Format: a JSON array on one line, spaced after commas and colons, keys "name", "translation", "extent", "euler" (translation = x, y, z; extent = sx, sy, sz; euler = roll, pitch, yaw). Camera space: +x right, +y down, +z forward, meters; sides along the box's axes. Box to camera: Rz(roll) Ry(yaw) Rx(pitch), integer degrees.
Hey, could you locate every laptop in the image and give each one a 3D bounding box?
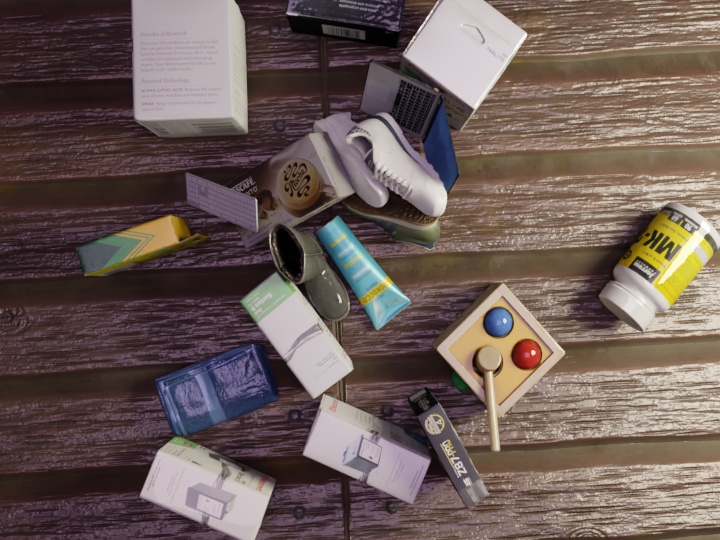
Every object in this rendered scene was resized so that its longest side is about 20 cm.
[{"name": "laptop", "translation": [0.075, -0.217, 1.362], "extent": [0.197, 0.187, 0.118], "euler": [25, 76, 0]}]

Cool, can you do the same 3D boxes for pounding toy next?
[{"name": "pounding toy", "translation": [0.224, 0.157, 1.393], "extent": [0.200, 0.142, 0.184], "euler": [-43, 89, -1]}]

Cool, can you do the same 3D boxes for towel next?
[{"name": "towel", "translation": [-0.246, 0.207, 1.439], "extent": [0.197, 0.049, 0.114], "euler": [-20, 91, 0]}]

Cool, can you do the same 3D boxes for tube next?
[{"name": "tube", "translation": [0.000, 0.000, 1.446], "extent": [0.077, 0.050, 0.201], "euler": [-36, 95, 7]}]

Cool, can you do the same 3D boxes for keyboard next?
[{"name": "keyboard", "translation": [-0.234, -0.116, 1.390], "extent": [0.011, 0.198, 0.057], "euler": [-26, 124, -38]}]

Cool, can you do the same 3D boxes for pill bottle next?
[{"name": "pill bottle", "translation": [0.502, -0.004, 1.408], "extent": [0.114, 0.114, 0.201], "euler": [39, 89, 0]}]

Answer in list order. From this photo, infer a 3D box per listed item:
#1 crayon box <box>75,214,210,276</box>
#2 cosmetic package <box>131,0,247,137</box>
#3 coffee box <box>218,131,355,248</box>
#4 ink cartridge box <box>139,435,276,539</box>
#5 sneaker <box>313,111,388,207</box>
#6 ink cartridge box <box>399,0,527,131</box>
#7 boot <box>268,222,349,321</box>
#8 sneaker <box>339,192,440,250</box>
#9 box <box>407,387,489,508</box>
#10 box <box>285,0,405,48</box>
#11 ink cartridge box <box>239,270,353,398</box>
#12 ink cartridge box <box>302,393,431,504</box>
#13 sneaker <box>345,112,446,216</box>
[{"name": "crayon box", "translation": [-0.361, -0.046, 1.403], "extent": [0.197, 0.127, 0.052], "euler": [-19, 90, -1]}, {"name": "cosmetic package", "translation": [-0.279, -0.337, 1.384], "extent": [0.161, 0.165, 0.204], "euler": [-2, 89, 0]}, {"name": "coffee box", "translation": [-0.124, -0.133, 1.391], "extent": [0.198, 0.080, 0.115], "euler": [-26, 91, 24]}, {"name": "ink cartridge box", "translation": [-0.248, 0.363, 1.390], "extent": [0.197, 0.146, 0.085], "euler": [23, 88, 0]}, {"name": "sneaker", "translation": [0.004, -0.198, 1.408], "extent": [0.088, 0.076, 0.201], "euler": [-28, 65, -18]}, {"name": "ink cartridge box", "translation": [0.159, -0.345, 1.367], "extent": [0.146, 0.200, 0.147], "euler": [36, 90, 1]}, {"name": "boot", "translation": [-0.080, 0.006, 1.364], "extent": [0.072, 0.200, 0.184], "euler": [-31, 90, 0]}, {"name": "sneaker", "translation": [0.050, -0.088, 1.430], "extent": [0.198, 0.090, 0.068], "euler": [20, 61, 27]}, {"name": "box", "translation": [0.139, 0.283, 1.364], "extent": [0.049, 0.200, 0.163], "euler": [-30, 91, -2]}, {"name": "box", "translation": [-0.014, -0.502, 1.409], "extent": [0.193, 0.117, 0.204], "euler": [9, 91, 0]}, {"name": "ink cartridge box", "translation": [-0.104, 0.104, 1.391], "extent": [0.084, 0.146, 0.201], "euler": [-37, 90, -1]}, {"name": "ink cartridge box", "translation": [0.011, 0.293, 1.390], "extent": [0.197, 0.146, 0.087], "euler": [22, 92, 1]}, {"name": "sneaker", "translation": [0.057, -0.158, 1.339], "extent": [0.080, 0.077, 0.201], "euler": [-32, 75, -37]}]
